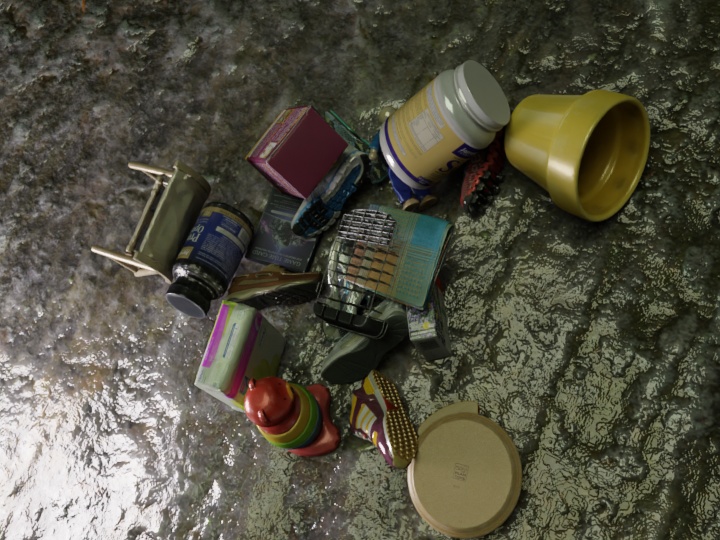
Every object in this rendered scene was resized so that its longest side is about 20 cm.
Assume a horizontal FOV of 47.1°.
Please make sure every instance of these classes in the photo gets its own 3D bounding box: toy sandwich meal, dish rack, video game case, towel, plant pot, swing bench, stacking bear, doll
[{"bbox_3d":[0.161,0.315,1.293,0.200,0.070,0.210,-7,69,18],"label":"toy sandwich meal"},{"bbox_3d":[0.000,0.000,1.376,0.151,0.054,0.205,12,83,46],"label":"dish rack"},{"bbox_3d":[-0.129,-0.099,1.604,0.140,0.019,0.204,14,75,26],"label":"video game case"},{"bbox_3d":[0.063,-0.027,1.375,0.198,0.021,0.150,18,88,48],"label":"towel"},{"bbox_3d":[0.348,-0.208,1.376,0.187,0.201,0.202,30,80,43],"label":"plant pot"},{"bbox_3d":[-0.393,-0.094,1.606,0.197,0.129,0.203,8,71,46],"label":"swing bench"},{"bbox_3d":[-0.124,0.232,1.357,0.112,0.200,0.124,-22,62,10],"label":"stacking bear"},{"bbox_3d":[0.079,-0.210,1.525,0.134,0.048,0.204,-12,74,-28],"label":"doll"}]

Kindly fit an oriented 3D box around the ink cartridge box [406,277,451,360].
[{"bbox_3d":[0.109,0.038,1.402,0.049,0.109,0.205,-12,64,15],"label":"ink cartridge box"}]

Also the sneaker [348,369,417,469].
[{"bbox_3d":[0.031,0.259,1.341,0.090,0.074,0.202,-47,29,20],"label":"sneaker"}]

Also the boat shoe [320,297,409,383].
[{"bbox_3d":[0.006,0.121,1.414,0.202,0.074,0.066,-46,31,27],"label":"boat shoe"}]

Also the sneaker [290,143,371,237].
[{"bbox_3d":[-0.066,-0.154,1.551,0.201,0.075,0.087,-48,49,5],"label":"sneaker"}]

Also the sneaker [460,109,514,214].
[{"bbox_3d":[0.213,-0.199,1.485,0.096,0.071,0.204,16,78,33],"label":"sneaker"}]

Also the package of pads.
[{"bbox_3d":[-0.201,0.151,1.421,0.067,0.201,0.158,11,71,17],"label":"package of pads"}]

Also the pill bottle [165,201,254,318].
[{"bbox_3d":[-0.287,-0.018,1.558,0.109,0.113,0.203,10,61,24],"label":"pill bottle"}]

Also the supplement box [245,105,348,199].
[{"bbox_3d":[-0.122,-0.220,1.527,0.132,0.103,0.200,-50,20,-5],"label":"supplement box"}]

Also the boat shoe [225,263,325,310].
[{"bbox_3d":[-0.162,0.023,1.534,0.195,0.076,0.076,-10,61,16],"label":"boat shoe"}]

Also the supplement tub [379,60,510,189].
[{"bbox_3d":[0.143,-0.248,1.414,0.199,0.143,0.149,-33,56,37],"label":"supplement tub"}]

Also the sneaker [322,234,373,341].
[{"bbox_3d":[-0.014,0.028,1.482,0.084,0.078,0.205,0,77,14],"label":"sneaker"}]

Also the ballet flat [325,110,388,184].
[{"bbox_3d":[-0.018,-0.235,1.591,0.074,0.074,0.200,-46,59,-3],"label":"ballet flat"}]
